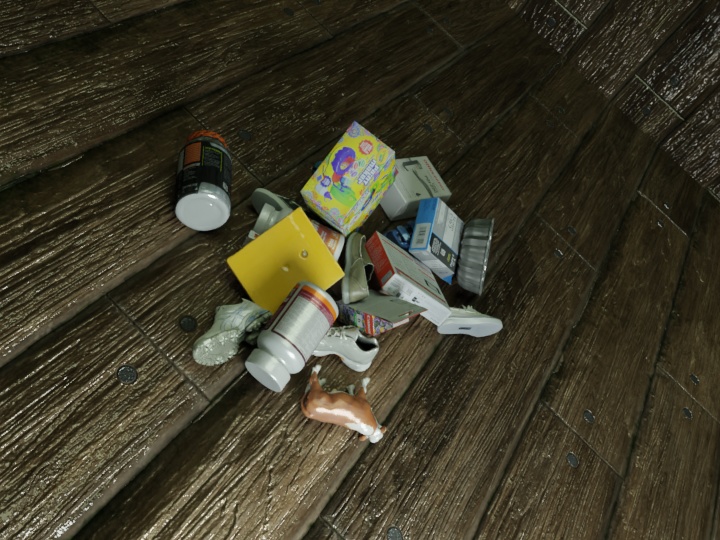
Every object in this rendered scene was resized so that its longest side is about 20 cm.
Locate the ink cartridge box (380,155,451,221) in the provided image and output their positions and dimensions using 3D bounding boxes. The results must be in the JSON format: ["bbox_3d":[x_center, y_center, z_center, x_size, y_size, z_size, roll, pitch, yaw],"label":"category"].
[{"bbox_3d":[0.135,-0.228,1.940,0.197,0.085,0.148,-13,64,-43],"label":"ink cartridge box"}]

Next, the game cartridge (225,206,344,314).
[{"bbox_3d":[-0.158,-0.005,1.497,0.198,0.032,0.179,-35,92,-14],"label":"game cartridge"}]

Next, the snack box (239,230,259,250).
[{"bbox_3d":[-0.170,-0.010,1.547,0.197,0.072,0.025,31,42,-10],"label":"snack box"}]

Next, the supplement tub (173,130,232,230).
[{"bbox_3d":[-0.341,-0.200,1.544,0.119,0.123,0.204,15,48,-24],"label":"supplement tub"}]

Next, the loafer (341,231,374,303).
[{"bbox_3d":[-0.002,-0.004,1.594,0.067,0.076,0.204,3,48,4],"label":"loafer"}]

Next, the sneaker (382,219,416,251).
[{"bbox_3d":[0.127,-0.090,1.822,0.197,0.083,0.075,-17,67,-41],"label":"sneaker"}]

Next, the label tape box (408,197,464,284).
[{"bbox_3d":[0.212,-0.072,1.797,0.199,0.065,0.147,34,62,-42],"label":"label tape box"}]

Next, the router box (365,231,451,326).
[{"bbox_3d":[0.112,0.018,1.669,0.198,0.049,0.181,33,21,-31],"label":"router box"}]

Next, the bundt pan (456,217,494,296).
[{"bbox_3d":[0.295,-0.043,1.836,0.073,0.206,0.204,11,42,11],"label":"bundt pan"}]

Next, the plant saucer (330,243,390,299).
[{"bbox_3d":[0.000,0.000,1.690,0.196,0.037,0.205,20,47,-22],"label":"plant saucer"}]

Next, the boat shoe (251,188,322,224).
[{"bbox_3d":[-0.168,-0.131,1.657,0.198,0.070,0.065,38,42,-15],"label":"boat shoe"}]

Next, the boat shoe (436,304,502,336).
[{"bbox_3d":[0.268,0.118,1.765,0.194,0.071,0.071,4,55,-25],"label":"boat shoe"}]

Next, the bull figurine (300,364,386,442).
[{"bbox_3d":[-0.030,0.271,1.424,0.196,0.065,0.124,21,42,-23],"label":"bull figurine"}]

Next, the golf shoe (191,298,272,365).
[{"bbox_3d":[-0.268,0.116,1.390,0.096,0.080,0.198,35,34,23],"label":"golf shoe"}]

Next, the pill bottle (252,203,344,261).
[{"bbox_3d":[-0.142,-0.068,1.581,0.196,0.113,0.114,26,44,-9],"label":"pill bottle"}]

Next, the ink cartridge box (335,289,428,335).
[{"bbox_3d":[0.045,0.097,1.535,0.107,0.052,0.197,-17,22,-36],"label":"ink cartridge box"}]

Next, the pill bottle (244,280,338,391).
[{"bbox_3d":[-0.136,0.130,1.395,0.109,0.110,0.202,37,64,-2],"label":"pill bottle"}]

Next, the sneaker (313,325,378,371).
[{"bbox_3d":[-0.049,0.140,1.496,0.195,0.092,0.077,21,47,-19],"label":"sneaker"}]

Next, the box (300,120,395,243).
[{"bbox_3d":[-0.022,-0.195,1.618,0.121,0.193,0.202,37,83,9],"label":"box"}]

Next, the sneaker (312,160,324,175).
[{"bbox_3d":[-0.059,-0.173,1.756,0.071,0.082,0.205,-19,80,0],"label":"sneaker"}]
